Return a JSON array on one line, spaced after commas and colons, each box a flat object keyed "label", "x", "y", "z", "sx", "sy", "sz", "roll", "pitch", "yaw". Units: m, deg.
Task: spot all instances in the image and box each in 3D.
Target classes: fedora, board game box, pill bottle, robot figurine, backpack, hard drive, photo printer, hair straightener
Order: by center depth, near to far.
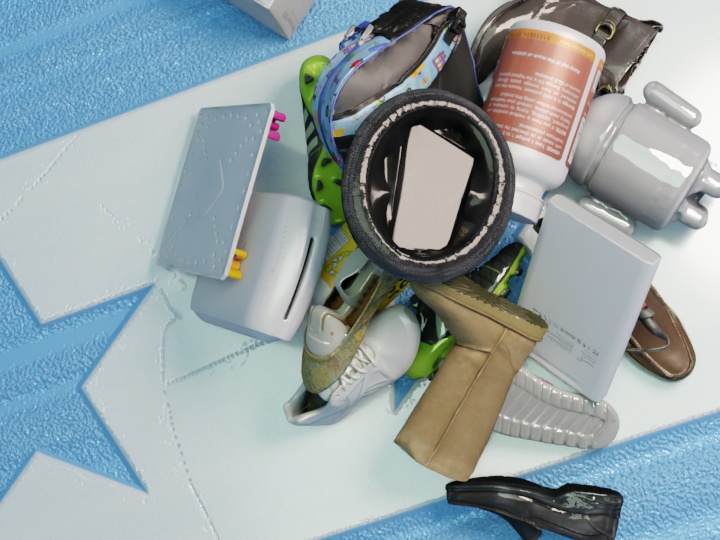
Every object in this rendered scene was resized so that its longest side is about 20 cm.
[{"label": "fedora", "x": 0.062, "y": -0.081, "z": 1.147, "sx": 0.198, "sy": 0.092, "sz": 0.203, "roll": 3, "pitch": 79, "yaw": -13}, {"label": "hard drive", "x": 0.236, "y": 0.032, "z": 1.203, "sx": 0.131, "sy": 0.201, "sz": 0.027, "roll": 36, "pitch": 46, "yaw": 27}, {"label": "pill bottle", "x": 0.183, "y": -0.158, "z": 1.204, "sx": 0.111, "sy": 0.112, "sz": 0.202, "roll": 19, "pitch": 88, "yaw": 10}, {"label": "hair straightener", "x": 0.261, "y": 0.015, "z": 1.220, "sx": 0.041, "sy": 0.077, "sz": 0.200, "roll": -30, "pitch": 72, "yaw": -38}, {"label": "backpack", "x": 0.031, "y": -0.185, "z": 1.235, "sx": 0.199, "sy": 0.184, "sz": 0.134, "roll": -37, "pitch": 39, "yaw": -20}, {"label": "robot figurine", "x": 0.311, "y": -0.123, "z": 1.246, "sx": 0.199, "sy": 0.113, "sz": 0.171, "roll": 31, "pitch": 104, "yaw": 11}, {"label": "photo printer", "x": -0.111, "y": -0.007, "z": 1.262, "sx": 0.069, "sy": 0.199, "sz": 0.168, "roll": 21, "pitch": 85, "yaw": -32}, {"label": "pill bottle", "x": 0.000, "y": 0.000, "z": 1.285, "sx": 0.200, "sy": 0.104, "sz": 0.104, "roll": -44, "pitch": 79, "yaw": 2}, {"label": "board game box", "x": -0.165, "y": -0.092, "z": 1.295, "sx": 0.026, "sy": 0.199, "sz": 0.202, "roll": 18, "pitch": 85, "yaw": -32}]

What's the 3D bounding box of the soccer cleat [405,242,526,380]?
[{"label": "soccer cleat", "x": 0.108, "y": 0.036, "z": 1.277, "sx": 0.081, "sy": 0.068, "sz": 0.200, "roll": 42, "pitch": 94, "yaw": 11}]

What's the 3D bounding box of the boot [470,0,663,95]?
[{"label": "boot", "x": 0.234, "y": -0.254, "z": 1.297, "sx": 0.174, "sy": 0.069, "sz": 0.200, "roll": 41, "pitch": 89, "yaw": 12}]

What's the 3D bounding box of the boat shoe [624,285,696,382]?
[{"label": "boat shoe", "x": 0.303, "y": 0.039, "z": 1.248, "sx": 0.075, "sy": 0.075, "sz": 0.203, "roll": -38, "pitch": 79, "yaw": 3}]

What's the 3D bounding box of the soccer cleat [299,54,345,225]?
[{"label": "soccer cleat", "x": -0.037, "y": -0.157, "z": 1.332, "sx": 0.067, "sy": 0.081, "sz": 0.202, "roll": -8, "pitch": 104, "yaw": -4}]

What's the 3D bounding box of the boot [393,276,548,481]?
[{"label": "boot", "x": 0.090, "y": 0.112, "z": 1.206, "sx": 0.174, "sy": 0.066, "sz": 0.201, "roll": 27, "pitch": 105, "yaw": -6}]

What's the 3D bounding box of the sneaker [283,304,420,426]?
[{"label": "sneaker", "x": -0.009, "y": 0.116, "z": 1.252, "sx": 0.200, "sy": 0.080, "sz": 0.071, "roll": -46, "pitch": 72, "yaw": 25}]

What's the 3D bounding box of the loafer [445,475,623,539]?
[{"label": "loafer", "x": 0.191, "y": 0.272, "z": 1.242, "sx": 0.198, "sy": 0.073, "sz": 0.073, "roll": 6, "pitch": 89, "yaw": 11}]

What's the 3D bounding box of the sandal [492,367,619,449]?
[{"label": "sandal", "x": 0.195, "y": 0.153, "z": 1.268, "sx": 0.201, "sy": 0.050, "sz": 0.083, "roll": 23, "pitch": 102, "yaw": -2}]

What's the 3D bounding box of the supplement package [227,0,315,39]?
[{"label": "supplement package", "x": -0.088, "y": -0.406, "z": 1.340, "sx": 0.117, "sy": 0.117, "sz": 0.201, "roll": 33, "pitch": 90, "yaw": 11}]

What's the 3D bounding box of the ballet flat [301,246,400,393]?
[{"label": "ballet flat", "x": -0.016, "y": 0.037, "z": 1.199, "sx": 0.070, "sy": 0.071, "sz": 0.201, "roll": 34, "pitch": 91, "yaw": 11}]
